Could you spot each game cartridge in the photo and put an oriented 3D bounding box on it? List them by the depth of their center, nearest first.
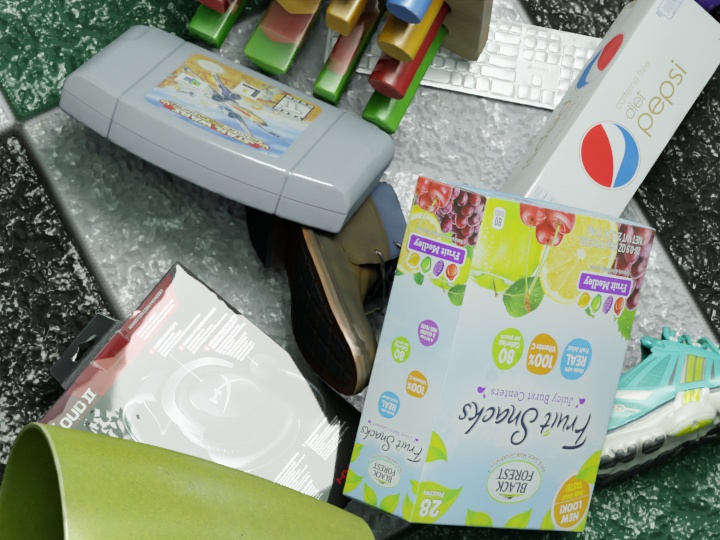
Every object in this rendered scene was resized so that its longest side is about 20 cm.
[{"bbox_3d":[-0.085,-0.092,1.563,0.199,0.133,0.042,24,112,6],"label":"game cartridge"}]

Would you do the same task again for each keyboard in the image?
[{"bbox_3d":[0.075,-0.148,1.674,0.198,0.011,0.057,10,72,-6],"label":"keyboard"}]

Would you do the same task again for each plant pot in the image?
[{"bbox_3d":[-0.095,0.185,1.395,0.198,0.187,0.189,4,72,-21],"label":"plant pot"}]

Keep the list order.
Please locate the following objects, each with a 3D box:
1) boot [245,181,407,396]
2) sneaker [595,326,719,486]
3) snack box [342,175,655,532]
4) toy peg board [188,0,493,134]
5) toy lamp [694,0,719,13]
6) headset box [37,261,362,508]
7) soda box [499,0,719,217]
[{"bbox_3d":[0.000,0.000,1.551,0.096,0.075,0.201,-6,42,-20],"label":"boot"},{"bbox_3d":[0.218,0.070,1.601,0.199,0.078,0.080,-18,68,-15],"label":"sneaker"},{"bbox_3d":[0.088,0.055,1.506,0.168,0.067,0.202,8,98,-45],"label":"snack box"},{"bbox_3d":[-0.023,-0.181,1.561,0.199,0.199,0.098,26,78,6],"label":"toy peg board"},{"bbox_3d":[0.284,-0.146,1.675,0.058,0.058,0.201,-33,90,-18],"label":"toy lamp"},{"bbox_3d":[-0.103,0.106,1.530,0.200,0.077,0.149,38,71,4],"label":"headset box"},{"bbox_3d":[0.166,-0.095,1.638,0.064,0.068,0.201,40,70,-12],"label":"soda box"}]
